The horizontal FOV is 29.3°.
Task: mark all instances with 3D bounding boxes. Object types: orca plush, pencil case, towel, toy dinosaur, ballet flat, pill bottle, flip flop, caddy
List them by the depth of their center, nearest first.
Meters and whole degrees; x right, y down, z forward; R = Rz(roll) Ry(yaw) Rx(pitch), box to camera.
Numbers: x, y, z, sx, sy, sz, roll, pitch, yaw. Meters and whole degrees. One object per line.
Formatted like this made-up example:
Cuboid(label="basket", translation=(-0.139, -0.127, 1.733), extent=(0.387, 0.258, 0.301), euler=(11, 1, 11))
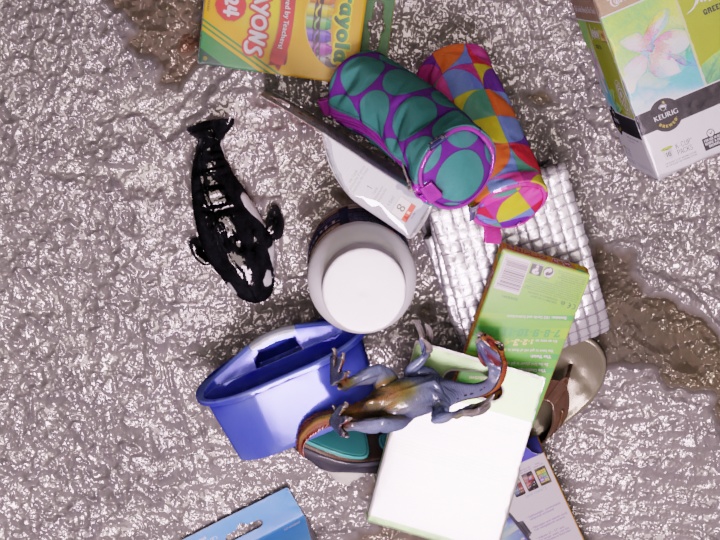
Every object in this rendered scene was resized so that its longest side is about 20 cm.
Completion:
Cuboid(label="pencil case", translation=(0.044, -0.140, 1.344), extent=(0.092, 0.200, 0.086), euler=(-33, 132, -10))
Cuboid(label="toy dinosaur", translation=(0.052, 0.112, 1.374), extent=(0.180, 0.200, 0.106), euler=(1, 71, -32))
Cuboid(label="pencil case", translation=(0.120, -0.133, 1.389), extent=(0.087, 0.089, 0.202), euler=(-18, 60, 2))
Cuboid(label="pill bottle", translation=(0.000, 0.000, 1.400), extent=(0.109, 0.200, 0.113), euler=(0, 101, -2))
Cuboid(label="orca plush", translation=(-0.133, -0.058, 1.450), extent=(0.104, 0.071, 0.203), euler=(-2, 101, -1))
Cuboid(label="caddy", translation=(-0.075, 0.110, 1.451), extent=(0.198, 0.142, 0.106), euler=(-23, 104, 2))
Cuboid(label="towel", translation=(0.161, -0.007, 1.465), extent=(0.164, 0.086, 0.202), euler=(-18, 103, 4))
Cuboid(label="flip flop", translation=(0.192, 0.152, 1.507), extent=(0.200, 0.058, 0.081), euler=(-41, 99, 6))
Cuboid(label="ballet flat", translation=(0.009, 0.206, 1.510), extent=(0.197, 0.073, 0.074), euler=(6, 101, -9))

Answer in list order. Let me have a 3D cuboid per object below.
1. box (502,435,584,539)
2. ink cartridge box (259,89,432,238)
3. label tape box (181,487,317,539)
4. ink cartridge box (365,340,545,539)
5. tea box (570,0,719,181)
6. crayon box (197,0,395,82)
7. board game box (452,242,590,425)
Cuboid(label="box", translation=(0.171, 0.271, 1.516), extent=(0.118, 0.042, 0.202), euler=(-24, 113, 5))
Cuboid(label="ink cartridge box", translation=(-0.024, -0.111, 1.397), extent=(0.198, 0.162, 0.051), euler=(29, 98, -7))
Cuboid(label="label tape box", translation=(-0.097, 0.366, 1.539), extent=(0.142, 0.066, 0.202), euler=(-26, 102, 4))
Cuboid(label="ink cartridge box", translation=(0.099, 0.183, 1.437), extent=(0.144, 0.048, 0.203), euler=(15, 99, 3))
Cuboid(label="tea box", translation=(0.345, -0.226, 1.399), extent=(0.198, 0.134, 0.199), euler=(-23, 100, 3))
Cuboid(label="crayon box", translation=(-0.063, -0.264, 1.423), extent=(0.197, 0.051, 0.129), euler=(7, 100, -3))
Cuboid(label="board game box", translation=(0.159, 0.077, 1.424), extent=(0.094, 0.030, 0.202), euler=(16, 110, -5))
